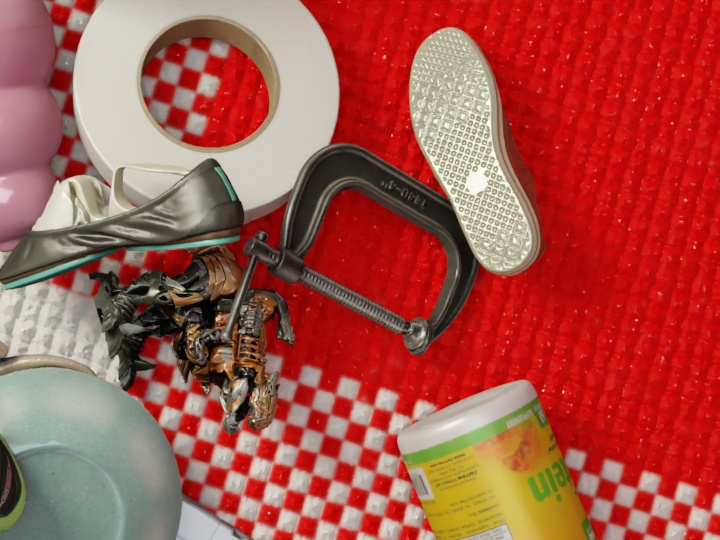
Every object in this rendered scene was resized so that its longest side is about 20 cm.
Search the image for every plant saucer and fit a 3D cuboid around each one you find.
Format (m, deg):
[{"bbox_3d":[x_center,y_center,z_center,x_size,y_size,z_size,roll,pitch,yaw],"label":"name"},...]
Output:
[{"bbox_3d":[-0.221,0.172,1.111,0.199,0.039,0.204,-2,99,-15],"label":"plant saucer"}]

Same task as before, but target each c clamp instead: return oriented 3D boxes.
[{"bbox_3d":[0.000,0.000,1.174,0.199,0.027,0.173,22,75,-28],"label":"c clamp"}]

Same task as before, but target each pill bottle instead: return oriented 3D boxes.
[{"bbox_3d":[0.113,0.193,1.166,0.110,0.111,0.202,-23,89,-6],"label":"pill bottle"}]

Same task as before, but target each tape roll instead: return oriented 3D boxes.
[{"bbox_3d":[-0.114,-0.132,1.177,0.200,0.037,0.205,3,74,-11],"label":"tape roll"}]

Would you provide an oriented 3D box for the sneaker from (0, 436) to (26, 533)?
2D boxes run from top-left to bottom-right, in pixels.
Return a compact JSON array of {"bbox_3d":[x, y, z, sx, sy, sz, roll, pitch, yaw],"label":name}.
[{"bbox_3d":[-0.292,0.087,1.046,0.077,0.084,0.200,-41,79,-8],"label":"sneaker"}]

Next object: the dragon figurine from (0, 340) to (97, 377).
[{"bbox_3d":[-0.296,0.083,1.156,0.198,0.099,0.060,-11,85,-25],"label":"dragon figurine"}]

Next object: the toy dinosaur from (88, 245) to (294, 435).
[{"bbox_3d":[-0.123,0.030,1.166,0.134,0.103,0.201,-17,46,-7],"label":"toy dinosaur"}]

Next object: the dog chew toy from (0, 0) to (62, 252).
[{"bbox_3d":[-0.271,-0.114,1.144,0.123,0.125,0.202,-13,96,-6],"label":"dog chew toy"}]

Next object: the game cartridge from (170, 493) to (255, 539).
[{"bbox_3d":[-0.187,0.210,1.174,0.199,0.040,0.134,33,81,-3],"label":"game cartridge"}]

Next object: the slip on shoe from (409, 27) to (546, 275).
[{"bbox_3d":[0.091,-0.090,1.209,0.074,0.061,0.202,-25,76,20],"label":"slip on shoe"}]

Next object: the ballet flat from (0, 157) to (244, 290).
[{"bbox_3d":[-0.172,-0.037,1.109,0.198,0.068,0.069,-12,94,20],"label":"ballet flat"}]
